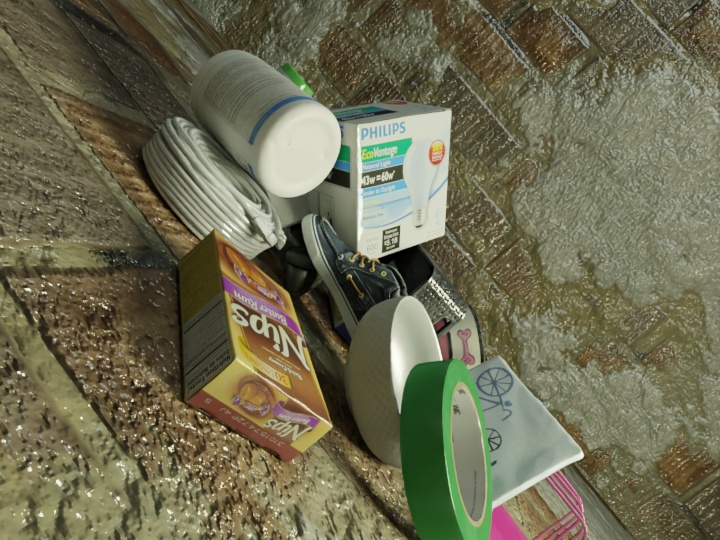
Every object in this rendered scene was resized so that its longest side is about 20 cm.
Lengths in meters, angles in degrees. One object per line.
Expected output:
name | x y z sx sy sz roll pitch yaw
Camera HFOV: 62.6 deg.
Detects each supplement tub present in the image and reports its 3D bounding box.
supplement tub | -0.131 -0.202 0.804 0.200 0.132 0.132 45 5 34

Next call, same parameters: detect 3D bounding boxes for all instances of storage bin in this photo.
storage bin | 0.069 0.034 0.946 0.094 0.135 0.200 45 9 -26

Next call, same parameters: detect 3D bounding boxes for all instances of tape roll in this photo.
tape roll | 0.098 0.201 0.649 0.200 0.048 0.203 -10 90 -69

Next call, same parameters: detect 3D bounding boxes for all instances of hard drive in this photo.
hard drive | -0.077 -0.150 0.950 0.199 0.025 0.133 -20 83 -38

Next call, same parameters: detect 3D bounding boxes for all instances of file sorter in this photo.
file sorter | 0.234 0.330 0.839 0.139 0.125 0.200 52 9 17

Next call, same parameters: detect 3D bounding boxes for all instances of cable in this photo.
cable | -0.184 -0.102 0.753 0.200 0.069 0.200 46 8 -19

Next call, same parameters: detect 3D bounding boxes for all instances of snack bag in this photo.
snack bag | 0.166 0.216 0.787 0.200 0.187 0.022 51 -19 48

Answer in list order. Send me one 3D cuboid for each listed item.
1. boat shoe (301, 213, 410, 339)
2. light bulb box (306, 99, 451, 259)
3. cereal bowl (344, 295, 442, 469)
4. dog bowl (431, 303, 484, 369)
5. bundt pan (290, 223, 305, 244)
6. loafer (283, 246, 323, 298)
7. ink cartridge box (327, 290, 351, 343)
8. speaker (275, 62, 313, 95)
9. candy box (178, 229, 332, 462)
boat shoe | 0.000 0.000 0.802 0.202 0.090 0.071 63 17 0
light bulb box | 0.027 -0.142 0.897 0.124 0.197 0.202 24 -57 43
cereal bowl | 0.037 0.134 0.701 0.200 0.083 0.202 -12 90 -68
dog bowl | 0.142 0.155 0.993 0.073 0.202 0.200 2 20 -8
bundt pan | -0.052 -0.116 1.016 0.200 0.076 0.204 13 65 -28
loafer | -0.087 0.001 0.895 0.071 0.063 0.200 19 4 3
ink cartridge box | 0.030 0.127 0.956 0.198 0.047 0.200 48 11 -20
speaker | -0.187 -0.300 1.136 0.089 0.200 0.089 47 9 -10
candy box | -0.101 0.059 0.531 0.117 0.056 0.200 45 11 -35
